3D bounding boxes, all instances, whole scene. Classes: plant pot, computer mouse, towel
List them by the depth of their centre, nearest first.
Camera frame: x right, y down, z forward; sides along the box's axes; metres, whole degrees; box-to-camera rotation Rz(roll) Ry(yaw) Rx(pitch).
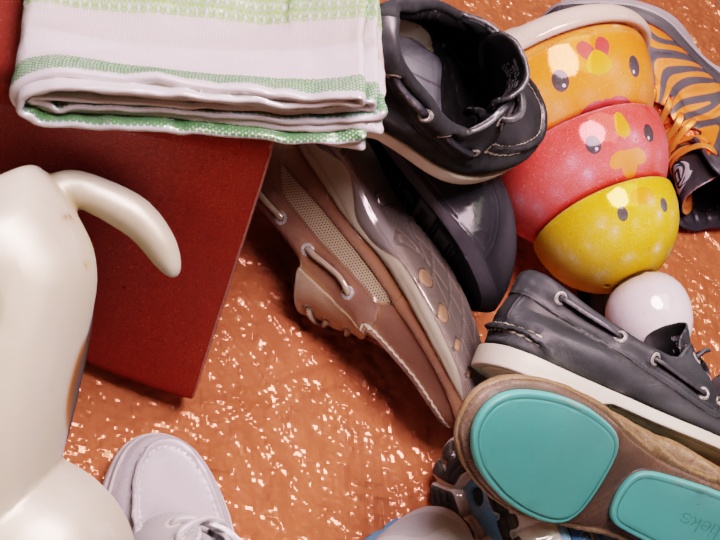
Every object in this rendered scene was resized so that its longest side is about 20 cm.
[{"bbox_3d":[-0.064,-0.138,0.677,0.148,0.031,0.201,4,52,-6],"label":"towel"},{"bbox_3d":[-0.139,-0.086,0.759,0.175,0.201,0.201,10,51,-10],"label":"plant pot"},{"bbox_3d":[0.031,-0.070,0.896,0.053,0.138,0.201,-34,87,-16],"label":"computer mouse"}]

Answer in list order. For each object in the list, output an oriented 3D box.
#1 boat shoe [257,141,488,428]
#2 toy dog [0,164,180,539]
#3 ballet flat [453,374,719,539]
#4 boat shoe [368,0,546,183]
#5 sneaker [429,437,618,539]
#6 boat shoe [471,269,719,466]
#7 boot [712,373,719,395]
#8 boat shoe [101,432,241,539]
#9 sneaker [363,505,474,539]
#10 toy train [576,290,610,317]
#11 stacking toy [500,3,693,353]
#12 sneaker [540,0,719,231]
[{"bbox_3d":[0.000,0.000,0.858,0.201,0.072,0.076,59,17,9],"label":"boat shoe"},{"bbox_3d":[-0.158,0.069,0.653,0.193,0.139,0.202,-16,91,-24],"label":"toy dog"},{"bbox_3d":[0.110,0.090,0.784,0.199,0.068,0.072,22,13,-31],"label":"ballet flat"},{"bbox_3d":[0.048,-0.094,0.785,0.199,0.066,0.075,19,64,-50],"label":"boat shoe"},{"bbox_3d":[0.115,0.163,0.803,0.089,0.078,0.201,-2,59,-38],"label":"sneaker"},{"bbox_3d":[0.152,0.055,0.849,0.198,0.074,0.067,22,77,-18],"label":"boat shoe"},{"bbox_3d":[0.278,0.163,0.914,0.164,0.066,0.201,15,47,-12],"label":"boot"},{"bbox_3d":[-0.074,0.143,0.691,0.072,0.069,0.201,17,41,-21],"label":"boat shoe"},{"bbox_3d":[0.016,0.175,0.724,0.075,0.087,0.200,36,44,-2],"label":"sneaker"},{"bbox_3d":[0.154,0.074,0.924,0.046,0.034,0.201,22,48,-22],"label":"toy train"},{"bbox_3d":[0.139,-0.039,0.926,0.145,0.146,0.201,-10,66,-37],"label":"stacking toy"},{"bbox_3d":[0.201,-0.100,1.056,0.199,0.078,0.113,24,46,-16],"label":"sneaker"}]
